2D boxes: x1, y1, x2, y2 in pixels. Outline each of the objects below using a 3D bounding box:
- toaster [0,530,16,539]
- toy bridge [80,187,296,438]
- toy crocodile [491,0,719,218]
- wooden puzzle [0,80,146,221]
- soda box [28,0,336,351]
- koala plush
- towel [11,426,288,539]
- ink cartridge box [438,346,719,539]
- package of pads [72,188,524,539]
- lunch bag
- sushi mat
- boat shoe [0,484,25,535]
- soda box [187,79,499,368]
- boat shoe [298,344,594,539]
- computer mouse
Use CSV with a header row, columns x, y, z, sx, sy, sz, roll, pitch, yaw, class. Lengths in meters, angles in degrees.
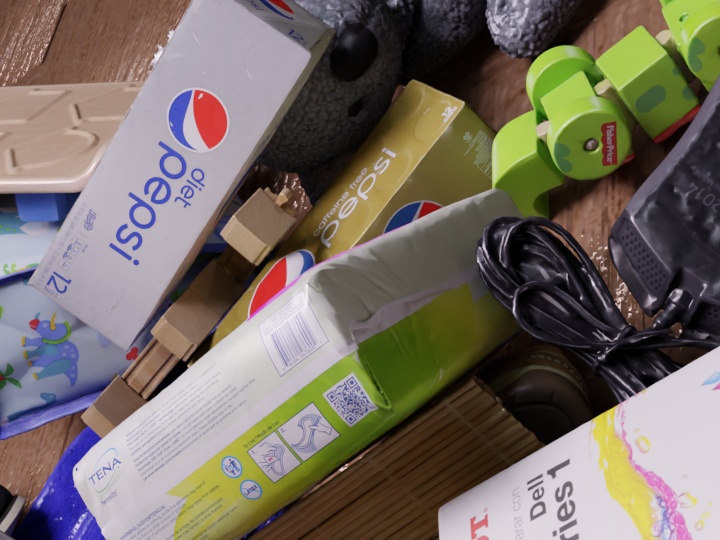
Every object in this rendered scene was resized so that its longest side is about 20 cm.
x,y,z,sx,sy,sz,roll,pitch,yaw,class
-0.186,0.214,0.737,0.113,0.202,0.129,-25,19,-23,toaster
-0.087,0.019,0.827,0.200,0.027,0.067,-49,2,39,toy bridge
0.143,-0.093,0.728,0.199,0.062,0.068,-36,33,16,toy crocodile
-0.203,-0.074,0.943,0.198,0.047,0.185,-5,22,20,wooden puzzle
-0.095,-0.059,0.805,0.201,0.068,0.064,-56,2,23,soda box
-0.007,-0.138,0.873,0.201,0.177,0.183,-57,20,-9,koala plush
-0.129,0.150,0.830,0.199,0.049,0.149,3,60,54,towel
0.126,0.111,0.502,0.199,0.084,0.146,-34,35,27,ink cartridge box
-0.013,0.046,0.647,0.154,0.069,0.200,-39,-7,29,package of pads
-0.162,-0.003,0.966,0.198,0.129,0.170,-22,31,-9,lunch bag
0.005,0.129,0.635,0.199,0.096,0.012,-37,13,22,sushi mat
-0.241,0.152,0.901,0.074,0.063,0.201,-58,13,-12,boat shoe
0.000,0.000,0.803,0.201,0.064,0.068,-51,29,-1,soda box
0.020,0.105,0.678,0.199,0.072,0.076,-35,17,13,boat shoe
0.155,-0.027,0.615,0.200,0.053,0.138,-47,68,-1,computer mouse
